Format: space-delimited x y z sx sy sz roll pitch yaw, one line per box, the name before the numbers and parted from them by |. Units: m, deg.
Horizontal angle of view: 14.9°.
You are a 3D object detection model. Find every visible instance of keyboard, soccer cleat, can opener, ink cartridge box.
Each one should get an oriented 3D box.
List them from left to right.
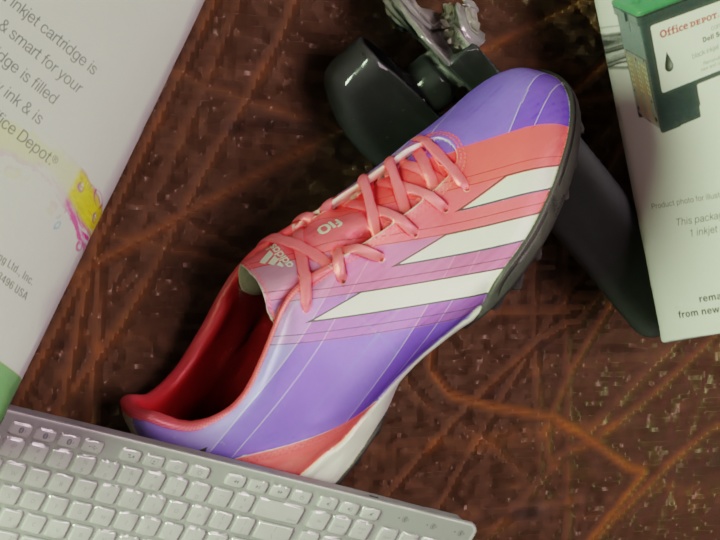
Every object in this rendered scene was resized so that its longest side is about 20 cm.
ink cartridge box | -0.146 -0.054 0.815 0.145 0.087 0.201 39 69 -40
keyboard | -0.055 0.087 0.921 0.199 0.011 0.056 16 109 -29
soccer cleat | 0.000 0.000 0.953 0.200 0.068 0.073 -50 126 -6
can opener | 0.058 -0.039 1.049 0.066 0.053 0.200 -43 127 8
ink cartridge box | 0.165 -0.086 1.079 0.146 0.084 0.201 -14 92 -54
